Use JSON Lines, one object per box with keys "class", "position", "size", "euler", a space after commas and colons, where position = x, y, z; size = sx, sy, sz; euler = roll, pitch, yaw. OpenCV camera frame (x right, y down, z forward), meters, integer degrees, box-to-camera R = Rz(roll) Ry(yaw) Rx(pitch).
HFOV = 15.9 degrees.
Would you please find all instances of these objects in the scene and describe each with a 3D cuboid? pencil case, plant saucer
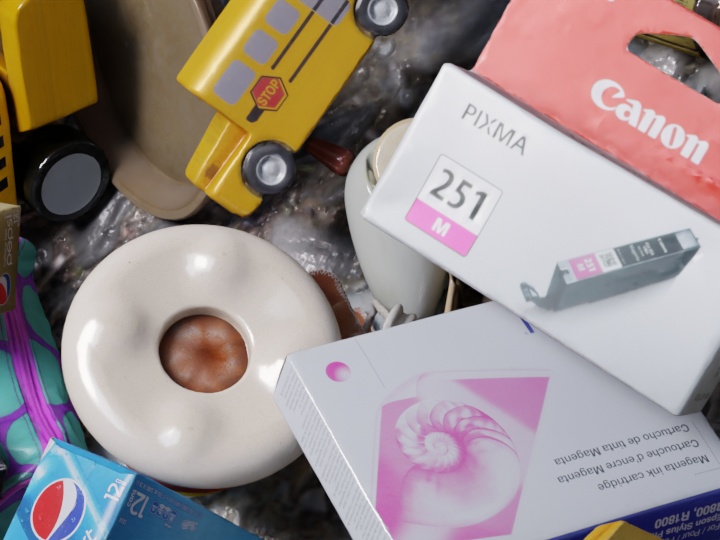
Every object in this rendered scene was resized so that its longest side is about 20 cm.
{"class": "pencil case", "position": [-0.212, 0.069, 1.530], "size": [0.092, 0.085, 0.200], "euler": [-57, 43, 40]}
{"class": "plant saucer", "position": [-0.127, -0.129, 1.542], "size": [0.029, 0.200, 0.200], "euler": [-21, 44, -31]}

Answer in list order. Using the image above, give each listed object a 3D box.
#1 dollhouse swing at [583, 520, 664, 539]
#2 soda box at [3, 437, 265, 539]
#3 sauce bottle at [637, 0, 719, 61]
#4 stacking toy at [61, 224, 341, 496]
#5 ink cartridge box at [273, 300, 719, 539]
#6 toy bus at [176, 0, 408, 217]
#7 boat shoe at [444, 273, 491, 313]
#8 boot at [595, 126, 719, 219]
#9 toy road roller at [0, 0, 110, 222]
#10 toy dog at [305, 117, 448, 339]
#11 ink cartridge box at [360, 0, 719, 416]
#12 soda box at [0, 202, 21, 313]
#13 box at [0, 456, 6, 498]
{"class": "dollhouse swing", "position": [0.206, 0.205, 1.152], "size": [0.182, 0.176, 0.200], "euler": [-9, 61, 28]}
{"class": "soda box", "position": [-0.096, 0.155, 1.342], "size": [0.064, 0.200, 0.068], "euler": [18, 79, 38]}
{"class": "sauce bottle", "position": [0.143, -0.169, 1.448], "size": [0.200, 0.065, 0.065], "euler": [25, 81, 38]}
{"class": "stacking toy", "position": [-0.094, 0.077, 1.398], "size": [0.146, 0.200, 0.146], "euler": [4, 64, -9]}
{"class": "ink cartridge box", "position": [0.086, 0.102, 1.276], "size": [0.196, 0.043, 0.200], "euler": [-14, 54, -27]}
{"class": "toy bus", "position": [-0.035, -0.130, 1.427], "size": [0.200, 0.078, 0.065], "euler": [-55, 16, 2]}
{"class": "boat shoe", "position": [0.084, -0.005, 1.401], "size": [0.071, 0.065, 0.200], "euler": [-5, 64, 29]}
{"class": "boot", "position": [0.187, -0.001, 1.311], "size": [0.200, 0.077, 0.139], "euler": [-13, 62, 10]}
{"class": "toy road roller", "position": [-0.246, -0.109, 1.564], "size": [0.146, 0.200, 0.123], "euler": [-24, 41, -28]}
{"class": "toy dog", "position": [0.000, 0.000, 1.424], "size": [0.096, 0.132, 0.200], "euler": [12, 62, 12]}
{"class": "ink cartridge box", "position": [0.126, -0.051, 1.290], "size": [0.200, 0.044, 0.174], "euler": [33, 101, 19]}
{"class": "soda box", "position": [-0.301, -0.016, 1.500], "size": [0.200, 0.068, 0.064], "euler": [8, 101, 17]}
{"class": "box", "position": [-0.298, 0.120, 1.488], "size": [0.200, 0.107, 0.149], "euler": [48, 131, 48]}
